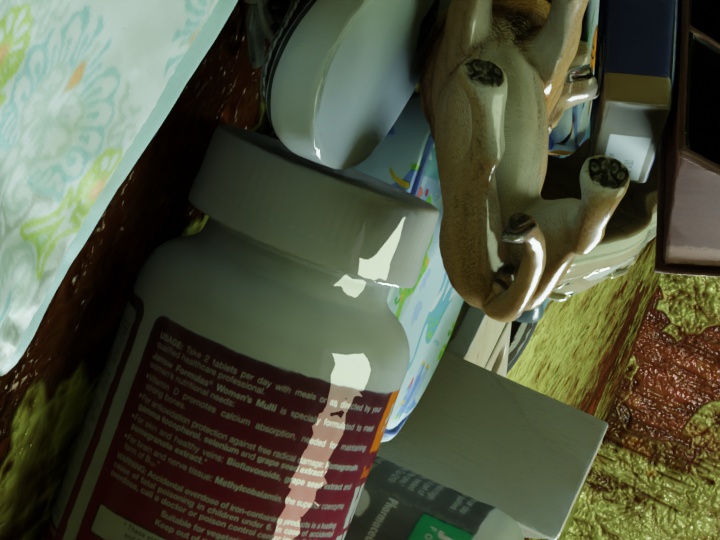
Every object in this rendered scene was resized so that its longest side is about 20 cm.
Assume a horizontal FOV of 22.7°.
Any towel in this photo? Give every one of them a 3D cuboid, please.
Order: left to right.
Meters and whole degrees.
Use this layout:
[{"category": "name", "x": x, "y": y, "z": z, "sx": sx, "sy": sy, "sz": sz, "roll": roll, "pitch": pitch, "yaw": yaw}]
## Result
[{"category": "towel", "x": -0.085, "y": -0.076, "z": 0.460, "sx": 0.171, "sy": 0.048, "sz": 0.201, "roll": 76, "pitch": 38, "yaw": -69}]

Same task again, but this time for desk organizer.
[{"category": "desk organizer", "x": 0.167, "y": -0.099, "z": 0.768, "sx": 0.077, "sy": 0.071, "sz": 0.201, "roll": 84, "pitch": 12, "yaw": -54}]

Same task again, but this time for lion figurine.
[{"category": "lion figurine", "x": 0.051, "y": -0.043, "z": 0.638, "sx": 0.123, "sy": 0.072, "sz": 0.201, "roll": 106, "pitch": 0, "yaw": -45}]

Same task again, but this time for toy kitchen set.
[{"category": "toy kitchen set", "x": 0.049, "y": 0.110, "z": 1.023, "sx": 0.201, "sy": 0.162, "sz": 0.181, "roll": -61, "pitch": 165, "yaw": -25}]

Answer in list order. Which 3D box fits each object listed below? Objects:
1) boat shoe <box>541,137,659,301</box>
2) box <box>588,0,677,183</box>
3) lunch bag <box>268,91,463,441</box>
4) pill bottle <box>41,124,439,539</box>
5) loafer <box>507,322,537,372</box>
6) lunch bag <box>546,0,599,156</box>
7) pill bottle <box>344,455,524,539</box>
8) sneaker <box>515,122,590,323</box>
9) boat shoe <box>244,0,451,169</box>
[{"category": "boat shoe", "x": 0.096, "y": -0.016, "z": 0.838, "sx": 0.200, "sy": 0.072, "sz": 0.065, "roll": -25, "pitch": 143, "yaw": -60}, {"category": "box", "x": 0.123, "y": -0.150, "z": 0.779, "sx": 0.121, "sy": 0.032, "sz": 0.202, "roll": 70, "pitch": 27, "yaw": -77}, {"category": "lunch bag", "x": 0.000, "y": 0.000, "z": 0.829, "sx": 0.200, "sy": 0.082, "sz": 0.162, "roll": 25, "pitch": 85, "yaw": -77}, {"category": "pill bottle", "x": -0.046, "y": 0.055, "z": 0.681, "sx": 0.201, "sy": 0.109, "sz": 0.110, "roll": -69, "pitch": 166, "yaw": 6}, {"category": "loafer", "x": 0.067, "y": 0.056, "z": 1.192, "sx": 0.071, "sy": 0.073, "sz": 0.201, "roll": 10, "pitch": 102, "yaw": -78}, {"category": "lunch bag", "x": 0.078, "y": -0.144, "z": 0.853, "sx": 0.200, "sy": 0.075, "sz": 0.161, "roll": 64, "pitch": 31, "yaw": -70}, {"category": "pill bottle", "x": 0.009, "y": 0.149, "z": 0.849, "sx": 0.113, "sy": 0.199, "sz": 0.114, "roll": 22, "pitch": 90, "yaw": -76}, {"category": "sneaker", "x": 0.130, "y": -0.049, "z": 0.970, "sx": 0.080, "sy": 0.095, "sz": 0.201, "roll": 86, "pitch": 25, "yaw": -50}, {"category": "boat shoe", "x": -0.010, "y": -0.100, "z": 0.672, "sx": 0.200, "sy": 0.068, "sz": 0.074, "roll": -59, "pitch": 162, "yaw": -55}]
